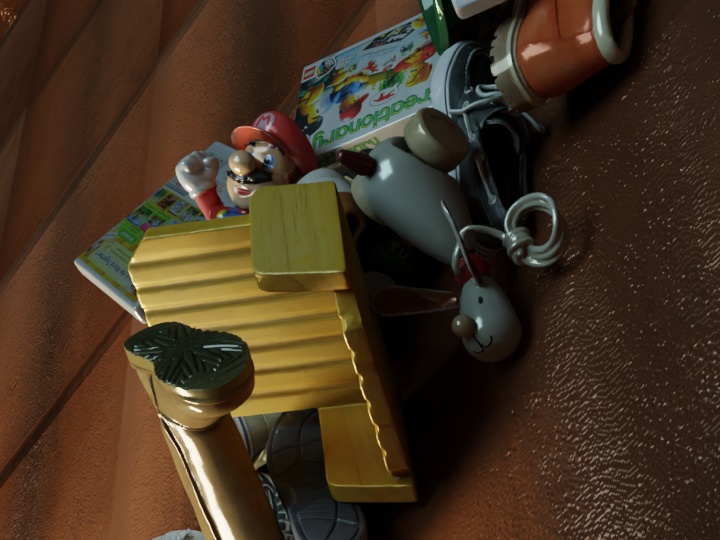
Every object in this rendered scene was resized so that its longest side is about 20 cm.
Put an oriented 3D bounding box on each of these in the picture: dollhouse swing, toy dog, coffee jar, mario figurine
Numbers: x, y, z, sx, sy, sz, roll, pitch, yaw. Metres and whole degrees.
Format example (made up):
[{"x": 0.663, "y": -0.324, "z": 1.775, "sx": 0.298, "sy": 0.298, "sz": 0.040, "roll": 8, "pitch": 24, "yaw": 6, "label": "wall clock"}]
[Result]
[{"x": -0.071, "y": 0.064, "z": 1.373, "sx": 0.174, "sy": 0.201, "sz": 0.182, "roll": -14, "pitch": 30, "yaw": 4, "label": "dollhouse swing"}, {"x": 0.044, "y": -0.031, "z": 1.354, "sx": 0.200, "sy": 0.096, "sz": 0.133, "roll": 44, "pitch": 119, "yaw": 42, "label": "toy dog"}, {"x": 0.000, "y": 0.000, "z": 1.529, "sx": 0.201, "sy": 0.085, "sz": 0.104, "roll": -62, "pitch": 23, "yaw": 2, "label": "coffee jar"}, {"x": -0.104, "y": -0.042, "z": 1.561, "sx": 0.106, "sy": 0.122, "sz": 0.202, "roll": 129, "pitch": 160, "yaw": -75, "label": "mario figurine"}]

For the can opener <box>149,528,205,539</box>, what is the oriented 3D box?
[{"x": -0.144, "y": 0.279, "z": 1.604, "sx": 0.200, "sy": 0.052, "sz": 0.067, "roll": -126, "pitch": 31, "yaw": -67, "label": "can opener"}]

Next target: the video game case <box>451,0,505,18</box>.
[{"x": 0.135, "y": -0.306, "z": 1.415, "sx": 0.198, "sy": 0.023, "sz": 0.184, "roll": -23, "pitch": 68, "yaw": 9, "label": "video game case"}]

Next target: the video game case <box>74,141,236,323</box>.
[{"x": -0.161, "y": -0.039, "z": 1.711, "sx": 0.182, "sy": 0.023, "sz": 0.200, "roll": -41, "pitch": 25, "yaw": -10, "label": "video game case"}]

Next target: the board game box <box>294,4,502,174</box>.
[{"x": 0.029, "y": -0.156, "z": 1.624, "sx": 0.199, "sy": 0.035, "sz": 0.127, "roll": -21, "pitch": 43, "yaw": 31, "label": "board game box"}]

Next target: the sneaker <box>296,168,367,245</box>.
[{"x": -0.067, "y": 0.017, "z": 1.461, "sx": 0.201, "sy": 0.072, "sz": 0.085, "roll": -56, "pitch": 30, "yaw": 10, "label": "sneaker"}]

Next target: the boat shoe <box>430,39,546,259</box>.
[{"x": 0.099, "y": -0.105, "z": 1.444, "sx": 0.068, "sy": 0.073, "sz": 0.201, "roll": -37, "pitch": 36, "yaw": 41, "label": "boat shoe"}]

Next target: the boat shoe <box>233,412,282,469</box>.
[{"x": -0.107, "y": 0.156, "z": 1.628, "sx": 0.200, "sy": 0.061, "sz": 0.073, "roll": 141, "pitch": 115, "yaw": -73, "label": "boat shoe"}]

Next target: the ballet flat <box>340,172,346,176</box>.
[{"x": -0.038, "y": -0.001, "z": 1.635, "sx": 0.067, "sy": 0.070, "sz": 0.202, "roll": -13, "pitch": 54, "yaw": 58, "label": "ballet flat"}]

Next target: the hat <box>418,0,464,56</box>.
[{"x": 0.127, "y": -0.279, "z": 1.520, "sx": 0.200, "sy": 0.174, "sz": 0.167, "roll": 79, "pitch": 176, "yaw": -77, "label": "hat"}]

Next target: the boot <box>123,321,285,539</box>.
[{"x": -0.093, "y": 0.143, "z": 1.370, "sx": 0.066, "sy": 0.202, "sz": 0.175, "roll": -25, "pitch": 19, "yaw": -16, "label": "boot"}]

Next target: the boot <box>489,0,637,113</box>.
[{"x": 0.168, "y": -0.208, "z": 1.430, "sx": 0.107, "sy": 0.075, "sz": 0.201, "roll": -21, "pitch": 38, "yaw": 32, "label": "boot"}]

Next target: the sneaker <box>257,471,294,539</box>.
[{"x": -0.101, "y": 0.240, "z": 1.500, "sx": 0.081, "sy": 0.074, "sz": 0.201, "roll": -45, "pitch": 28, "yaw": 39, "label": "sneaker"}]

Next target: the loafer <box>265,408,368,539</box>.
[{"x": -0.031, "y": 0.175, "z": 1.432, "sx": 0.201, "sy": 0.071, "sz": 0.064, "roll": -105, "pitch": 6, "yaw": -60, "label": "loafer"}]
